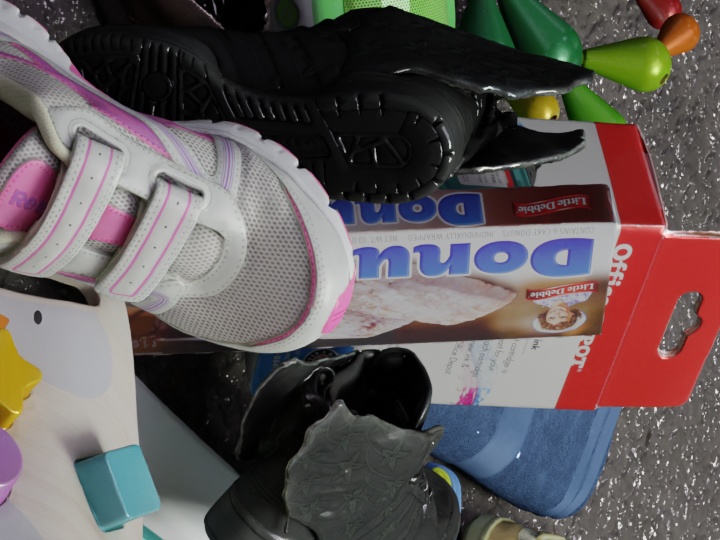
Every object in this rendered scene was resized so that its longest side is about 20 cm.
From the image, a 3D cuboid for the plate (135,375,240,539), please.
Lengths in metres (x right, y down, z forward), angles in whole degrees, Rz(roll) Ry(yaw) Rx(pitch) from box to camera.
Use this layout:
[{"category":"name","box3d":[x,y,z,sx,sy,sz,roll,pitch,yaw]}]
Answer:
[{"category":"plate","box3d":[-0.122,0.145,1.088,0.200,0.032,0.201,48,58,-43]}]

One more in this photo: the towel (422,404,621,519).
[{"category":"towel","box3d":[0.061,0.042,1.287,0.200,0.048,0.112,35,73,-48]}]

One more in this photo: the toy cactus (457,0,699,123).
[{"category":"toy cactus","box3d":[0.073,-0.122,1.269,0.200,0.102,0.165,-47,109,-34]}]

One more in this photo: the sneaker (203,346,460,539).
[{"category":"sneaker","box3d":[0.006,0.078,1.114,0.104,0.060,0.199,-54,153,21]}]

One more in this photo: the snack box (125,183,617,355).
[{"category":"snack box","box3d":[0.000,0.000,1.066,0.072,0.199,0.024,92,-5,-49]}]

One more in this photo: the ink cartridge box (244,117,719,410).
[{"category":"ink cartridge box","box3d":[0.055,-0.003,1.143,0.117,0.199,0.067,107,-19,-44]}]

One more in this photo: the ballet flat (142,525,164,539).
[{"category":"ballet flat","box3d":[-0.068,0.150,1.091,0.200,0.067,0.067,34,89,-45]}]

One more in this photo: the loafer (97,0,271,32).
[{"category":"loafer","box3d":[-0.088,-0.165,1.062,0.073,0.071,0.200,-57,134,-30]}]

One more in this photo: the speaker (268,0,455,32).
[{"category":"speaker","box3d":[-0.004,-0.143,1.158,0.088,0.088,0.201,-21,110,-48]}]

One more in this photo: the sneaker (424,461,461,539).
[{"category":"sneaker","box3d":[0.002,0.184,1.230,0.083,0.070,0.201,55,46,-69]}]

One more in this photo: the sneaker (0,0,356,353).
[{"category":"sneaker","box3d":[-0.098,-0.025,0.970,0.082,0.199,0.088,-65,174,21]}]

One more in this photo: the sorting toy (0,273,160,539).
[{"category":"sorting toy","box3d":[-0.149,0.053,0.962,0.199,0.107,0.181,21,48,-20]}]

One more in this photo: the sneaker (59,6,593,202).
[{"category":"sneaker","box3d":[-0.015,-0.069,1.047,0.104,0.199,0.060,-51,148,-62]}]

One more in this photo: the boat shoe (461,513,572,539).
[{"category":"boat shoe","box3d":[0.087,0.158,1.272,0.201,0.063,0.074,22,77,-73]}]
